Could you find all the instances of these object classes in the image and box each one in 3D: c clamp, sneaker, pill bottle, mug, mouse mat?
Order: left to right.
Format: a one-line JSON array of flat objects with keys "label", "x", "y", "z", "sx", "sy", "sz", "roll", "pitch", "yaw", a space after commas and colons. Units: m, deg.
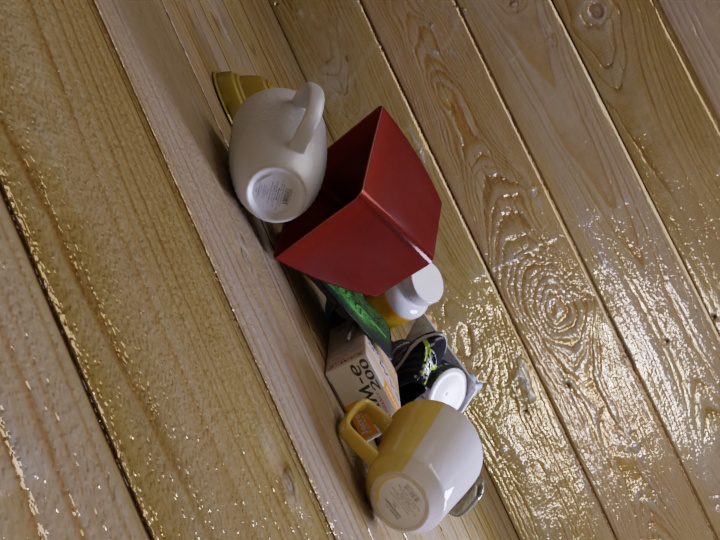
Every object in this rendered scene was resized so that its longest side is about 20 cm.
[{"label": "mug", "x": -0.106, "y": -0.174, "z": 1.152, "sx": 0.145, "sy": 0.201, "sz": 0.177, "roll": 23, "pitch": 32, "yaw": -20}, {"label": "c clamp", "x": -0.063, "y": 0.011, "z": 1.303, "sx": 0.201, "sy": 0.027, "sz": 0.171, "roll": 49, "pitch": 16, "yaw": -2}, {"label": "mouse mat", "x": -0.013, "y": 0.048, "z": 1.314, "sx": 0.200, "sy": 0.008, "sz": 0.161, "roll": 47, "pitch": 11, "yaw": -12}, {"label": "sneaker", "x": -0.003, "y": 0.117, "z": 1.430, "sx": 0.202, "sy": 0.065, "sz": 0.079, "roll": 61, "pitch": 3, "yaw": -28}, {"label": "pill bottle", "x": 0.065, "y": 0.049, "z": 1.569, "sx": 0.111, "sy": 0.198, "sz": 0.115, "roll": 17, "pitch": 62, "yaw": -34}, {"label": "mug", "x": 0.061, "y": 0.274, "z": 1.109, "sx": 0.153, "sy": 0.182, "sz": 0.153, "roll": -35, "pitch": 129, "yaw": -63}, {"label": "pill bottle", "x": 0.102, "y": 0.200, "z": 1.558, "sx": 0.198, "sy": 0.106, "sz": 0.107, "roll": 25, "pitch": -26, "yaw": 47}, {"label": "sneaker", "x": 0.097, "y": 0.190, "z": 1.415, "sx": 0.082, "sy": 0.199, "sz": 0.073, "roll": 19, "pitch": -37, "yaw": 49}]

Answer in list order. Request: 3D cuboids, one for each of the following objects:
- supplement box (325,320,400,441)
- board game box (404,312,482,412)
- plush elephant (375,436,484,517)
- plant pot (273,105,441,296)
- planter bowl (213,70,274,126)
[{"label": "supplement box", "x": 0.006, "y": 0.163, "z": 1.280, "sx": 0.128, "sy": 0.072, "sz": 0.200, "roll": 62, "pitch": 7, "yaw": -14}, {"label": "board game box", "x": 0.141, "y": 0.223, "z": 1.619, "sx": 0.025, "sy": 0.202, "sz": 0.201, "roll": -5, "pitch": 46, "yaw": -37}, {"label": "plush elephant", "x": 0.123, "y": 0.310, "z": 1.296, "sx": 0.203, "sy": 0.152, "sz": 0.165, "roll": 61, "pitch": 7, "yaw": -19}, {"label": "plant pot", "x": 0.012, "y": -0.081, "z": 1.220, "sx": 0.175, "sy": 0.198, "sz": 0.203, "roll": 38, "pitch": 43, "yaw": -25}, {"label": "planter bowl", "x": -0.179, "y": -0.282, "z": 1.447, "sx": 0.203, "sy": 0.082, "sz": 0.201, "roll": 63, "pitch": 6, "yaw": -11}]
